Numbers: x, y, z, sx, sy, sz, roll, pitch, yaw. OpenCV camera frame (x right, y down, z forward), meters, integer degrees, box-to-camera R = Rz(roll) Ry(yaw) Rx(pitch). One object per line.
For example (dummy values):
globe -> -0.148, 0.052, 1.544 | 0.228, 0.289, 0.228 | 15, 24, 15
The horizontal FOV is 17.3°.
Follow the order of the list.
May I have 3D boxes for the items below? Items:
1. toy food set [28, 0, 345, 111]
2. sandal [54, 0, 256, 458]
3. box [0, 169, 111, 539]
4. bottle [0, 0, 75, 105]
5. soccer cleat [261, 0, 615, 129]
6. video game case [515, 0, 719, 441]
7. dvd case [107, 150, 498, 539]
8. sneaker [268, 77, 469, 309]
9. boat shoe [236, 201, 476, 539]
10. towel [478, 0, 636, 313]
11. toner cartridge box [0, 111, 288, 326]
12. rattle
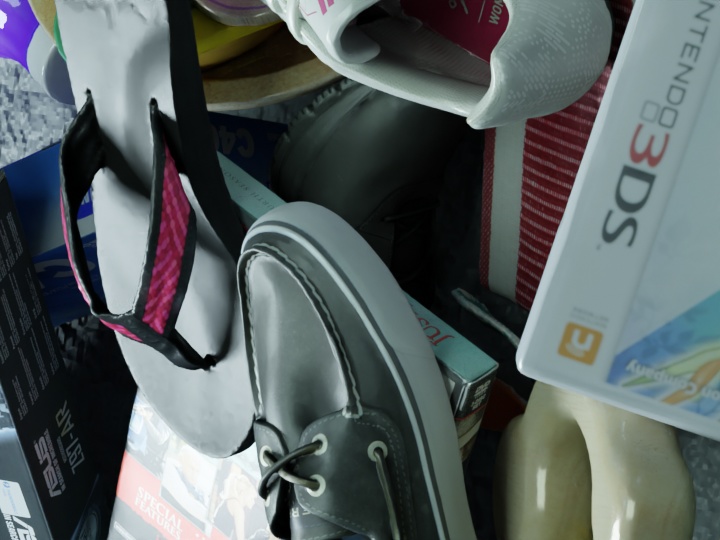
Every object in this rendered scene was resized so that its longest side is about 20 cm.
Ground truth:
toy food set -> -0.040, -0.148, 0.901 | 0.199, 0.049, 0.199 | -22, 60, 5
sandal -> -0.080, -0.025, 0.832 | 0.075, 0.045, 0.201 | 1, 111, 38
box -> -0.197, 0.043, 0.969 | 0.159, 0.044, 0.201 | 8, 131, 23
bottle -> -0.167, -0.149, 1.040 | 0.200, 0.083, 0.065 | 49, 116, 34
soccer cleat -> -0.009, -0.110, 0.790 | 0.199, 0.086, 0.070 | 29, 125, 23
video game case -> 0.166, -0.022, 0.686 | 0.199, 0.022, 0.183 | 18, 109, 3
dvd case -> -0.029, 0.075, 0.879 | 0.146, 0.022, 0.201 | 37, 132, 29
sneaker -> 0.000, 0.000, 0.890 | 0.091, 0.076, 0.200 | 52, 133, 22
boat shoe -> -0.003, 0.077, 0.795 | 0.068, 0.056, 0.201 | -14, 97, 47
towel -> 0.113, -0.026, 0.789 | 0.200, 0.023, 0.145 | 29, 125, 45
toner cartridge box -> -0.120, -0.015, 0.977 | 0.199, 0.095, 0.043 | -20, 74, 39
rattle -> 0.108, 0.073, 0.806 | 0.200, 0.142, 0.131 | -120, 18, -73
